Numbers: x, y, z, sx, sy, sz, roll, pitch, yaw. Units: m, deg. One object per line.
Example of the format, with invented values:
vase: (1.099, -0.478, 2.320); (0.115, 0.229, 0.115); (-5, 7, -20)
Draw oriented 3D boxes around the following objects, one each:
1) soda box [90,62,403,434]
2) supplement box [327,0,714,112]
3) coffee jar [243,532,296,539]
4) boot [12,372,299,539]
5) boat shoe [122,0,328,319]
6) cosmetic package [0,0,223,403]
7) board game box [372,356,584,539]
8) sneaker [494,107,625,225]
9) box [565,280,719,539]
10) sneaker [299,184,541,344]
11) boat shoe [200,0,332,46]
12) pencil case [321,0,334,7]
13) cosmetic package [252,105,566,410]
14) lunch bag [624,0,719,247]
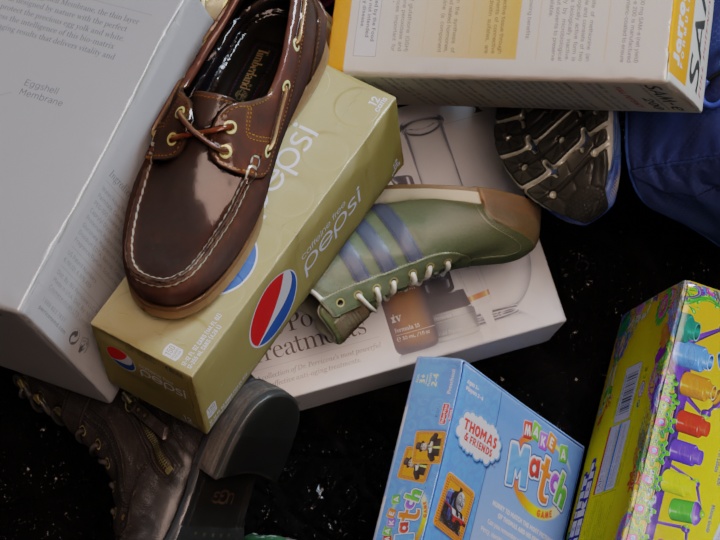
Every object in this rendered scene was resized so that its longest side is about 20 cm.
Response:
soda box: (-0.057, -0.017, 1.400); (0.067, 0.064, 0.200); (26, 65, 20)
supplement box: (0.091, -0.156, 1.440); (0.199, 0.073, 0.127); (4, 80, 24)
coffee jar: (-0.049, 0.253, 1.442); (0.104, 0.085, 0.201); (19, 74, -4)
boot: (-0.133, 0.099, 1.455); (0.174, 0.069, 0.201); (34, 95, 35)
boat shoe: (-0.074, -0.073, 1.359); (0.070, 0.070, 0.201); (13, 61, 14)
cosmetic package: (-0.192, -0.062, 1.438); (0.199, 0.123, 0.201); (17, 72, 28)
board game box: (0.058, 0.168, 1.459); (0.036, 0.151, 0.201); (4, 70, 34)
sneaker: (0.125, -0.091, 1.526); (0.078, 0.201, 0.089); (-32, 124, 19)
box: (0.228, 0.137, 1.480); (0.192, 0.122, 0.201); (18, 76, -8)
sneaker: (0.000, 0.000, 1.473); (0.199, 0.067, 0.090); (4, 72, -1)
boat shoe: (-0.095, -0.147, 1.500); (0.199, 0.074, 0.066); (32, 27, 16)
pencil case: (-0.034, -0.251, 1.566); (0.091, 0.093, 0.201); (21, 73, -46)
cosmetic package: (0.002, -0.010, 1.538); (0.199, 0.052, 0.152); (-16, 77, -13)
lunch bag: (0.243, -0.095, 1.510); (0.132, 0.200, 0.137); (-7, 75, 32)
